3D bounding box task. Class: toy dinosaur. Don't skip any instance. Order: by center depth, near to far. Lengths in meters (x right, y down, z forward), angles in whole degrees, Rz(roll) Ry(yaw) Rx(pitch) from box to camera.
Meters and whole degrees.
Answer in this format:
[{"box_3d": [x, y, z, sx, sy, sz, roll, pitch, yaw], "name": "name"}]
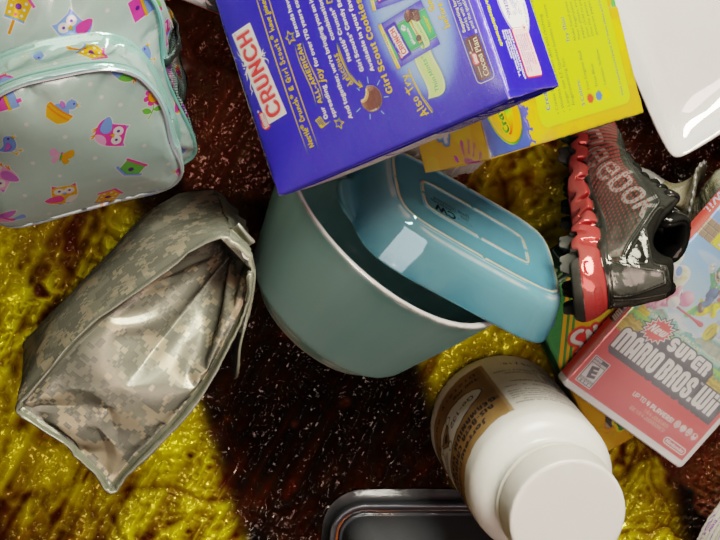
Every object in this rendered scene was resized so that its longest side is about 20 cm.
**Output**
[{"box_3d": [0.314, -0.064, 1.625, 0.199, 0.077, 0.103, -26, 119, 0], "name": "toy dinosaur"}]

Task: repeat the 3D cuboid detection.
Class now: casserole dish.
[{"box_3d": [0.073, -0.023, 1.501, 0.199, 0.122, 0.039, 28, 118, -23], "name": "casserole dish"}]

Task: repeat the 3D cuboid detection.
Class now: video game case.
[{"box_3d": [0.266, 0.045, 1.608, 0.143, 0.017, 0.200, 35, 101, -29], "name": "video game case"}]

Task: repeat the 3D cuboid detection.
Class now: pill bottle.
[{"box_3d": [0.128, 0.149, 1.582, 0.113, 0.200, 0.115, -3, 107, -11], "name": "pill bottle"}]

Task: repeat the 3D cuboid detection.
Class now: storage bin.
[{"box_3d": [0.074, 0.266, 1.643, 0.198, 0.134, 0.147, 3, 106, -12], "name": "storage bin"}]

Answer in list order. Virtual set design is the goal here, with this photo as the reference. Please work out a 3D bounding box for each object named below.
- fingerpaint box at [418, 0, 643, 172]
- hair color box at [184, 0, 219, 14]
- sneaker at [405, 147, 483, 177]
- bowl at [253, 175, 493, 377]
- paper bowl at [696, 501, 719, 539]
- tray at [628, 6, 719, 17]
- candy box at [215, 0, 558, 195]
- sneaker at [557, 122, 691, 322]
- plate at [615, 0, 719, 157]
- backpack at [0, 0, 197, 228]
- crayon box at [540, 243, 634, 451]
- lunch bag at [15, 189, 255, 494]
[{"box_3d": [0.099, -0.186, 1.466, 0.166, 0.073, 0.202, -19, 96, -40], "name": "fingerpaint box"}, {"box_3d": [-0.109, -0.241, 1.482, 0.198, 0.061, 0.102, 19, 103, -17], "name": "hair color box"}, {"box_3d": [0.021, -0.126, 1.542, 0.199, 0.081, 0.077, 12, 118, -35], "name": "sneaker"}, {"box_3d": [0.000, 0.000, 1.529, 0.200, 0.202, 0.105, 30, 120, -19], "name": "bowl"}, {"box_3d": [0.368, 0.249, 1.719, 0.199, 0.104, 0.203, -4, 108, -11], "name": "paper bowl"}, {"box_3d": [0.217, -0.250, 1.573, 0.198, 0.022, 0.108, 2, 107, -13], "name": "tray"}, {"box_3d": [0.011, -0.162, 1.376, 0.199, 0.077, 0.171, -20, 88, 35], "name": "candy box"}, {"box_3d": [0.195, -0.045, 1.542, 0.097, 0.201, 0.071, -4, 134, 7], "name": "sneaker"}, {"box_3d": [0.274, -0.219, 1.567, 0.199, 0.032, 0.200, -32, 110, -2], "name": "plate"}, {"box_3d": [-0.207, -0.138, 1.413, 0.174, 0.154, 0.201, -13, 130, -2], "name": "backpack"}, {"box_3d": [0.212, 0.056, 1.637, 0.126, 0.051, 0.201, -30, 122, -1], "name": "crayon box"}, {"box_3d": [-0.147, 0.037, 1.505, 0.117, 0.164, 0.200, 42, 95, -15], "name": "lunch bag"}]
